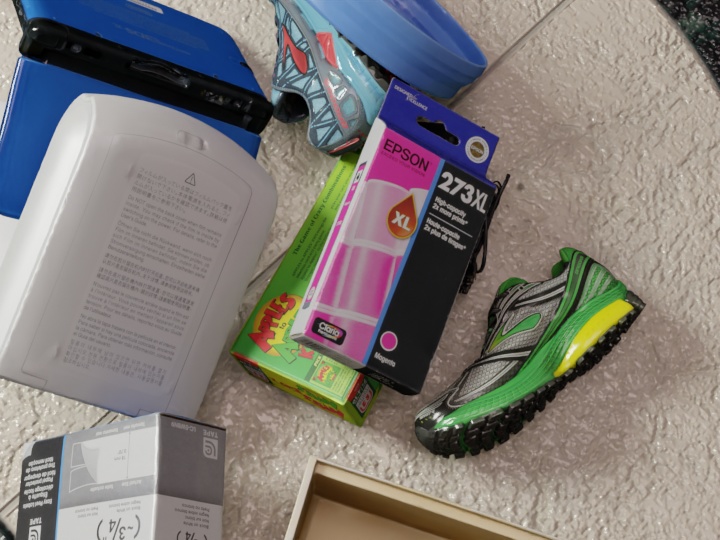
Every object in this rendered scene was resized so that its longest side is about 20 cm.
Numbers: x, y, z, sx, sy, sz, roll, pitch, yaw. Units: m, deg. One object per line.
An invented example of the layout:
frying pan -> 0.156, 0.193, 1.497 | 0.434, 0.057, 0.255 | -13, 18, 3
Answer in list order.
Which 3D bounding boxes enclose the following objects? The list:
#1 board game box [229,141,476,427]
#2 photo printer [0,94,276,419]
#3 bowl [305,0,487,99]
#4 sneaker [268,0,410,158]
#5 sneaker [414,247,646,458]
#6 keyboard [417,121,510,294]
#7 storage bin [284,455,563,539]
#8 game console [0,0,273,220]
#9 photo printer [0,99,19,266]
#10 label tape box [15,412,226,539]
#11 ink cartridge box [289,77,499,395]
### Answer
board game box -> 0.000, 0.000, 0.910 | 0.101, 0.048, 0.202 | 21, 72, 26
photo printer -> -0.152, -0.009, 0.844 | 0.165, 0.069, 0.203 | 22, 90, -37
bowl -> 0.008, -0.203, 0.934 | 0.201, 0.200, 0.039 | 45, 109, 11
sneaker -> -0.045, -0.163, 0.952 | 0.096, 0.079, 0.201 | -46, 47, 15
sneaker -> 0.112, 0.061, 0.910 | 0.199, 0.078, 0.085 | -36, 70, -23
keyboard -> 0.052, -0.017, 0.953 | 0.103, 0.040, 0.203 | 9, 69, 21
storage bin -> 0.028, 0.256, 0.820 | 0.196, 0.094, 0.203 | 17, 71, 3
game console -> -0.177, -0.117, 0.916 | 0.198, 0.119, 0.172 | 15, 31, -38
photo printer -> -0.276, -0.044, 0.916 | 0.197, 0.070, 0.168 | 20, 71, 3
label tape box -> -0.159, 0.204, 0.802 | 0.143, 0.063, 0.203 | -16, 65, 37
ink cartridge box -> 0.031, -0.026, 0.854 | 0.094, 0.037, 0.202 | 26, 73, -17
